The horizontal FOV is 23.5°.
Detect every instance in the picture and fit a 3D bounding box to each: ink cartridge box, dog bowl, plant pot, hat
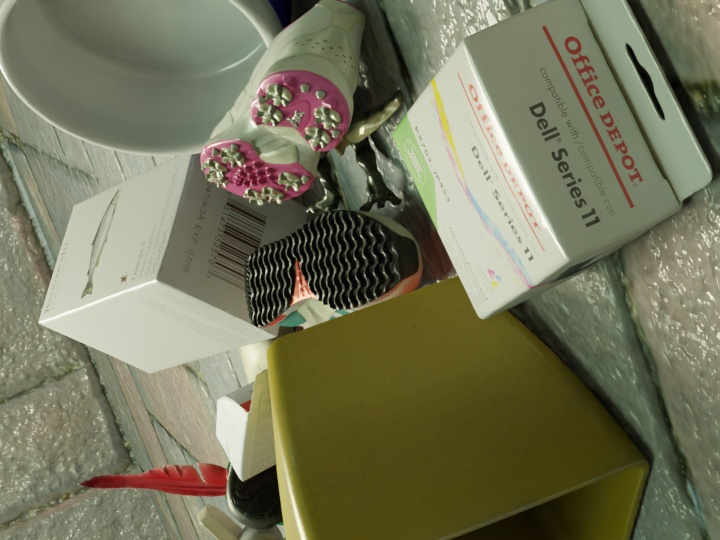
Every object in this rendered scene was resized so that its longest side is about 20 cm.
[{"bbox_3d":[-0.018,0.060,1.187,0.057,0.162,0.200,57,161,23],"label":"ink cartridge box"},{"bbox_3d":[-0.147,-0.171,1.194,0.200,0.199,0.079,88,-174,-54],"label":"dog bowl"},{"bbox_3d":[0.086,-0.056,0.842,0.118,0.067,0.200,64,165,6],"label":"ink cartridge box"},{"bbox_3d":[0.036,0.125,1.059,0.200,0.199,0.177,89,158,-55],"label":"plant pot"},{"bbox_3d":[-0.106,0.222,1.592,0.200,0.176,0.166,43,177,35],"label":"hat"}]

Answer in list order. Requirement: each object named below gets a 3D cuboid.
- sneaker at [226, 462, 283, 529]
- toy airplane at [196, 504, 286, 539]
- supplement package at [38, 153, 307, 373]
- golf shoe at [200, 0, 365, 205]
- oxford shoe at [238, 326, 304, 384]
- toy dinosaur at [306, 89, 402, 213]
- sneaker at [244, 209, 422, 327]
[{"bbox_3d":[-0.038,0.141,1.342,0.075,0.200,0.116,25,144,14],"label":"sneaker"},{"bbox_3d":[-0.020,0.267,1.309,0.200,0.141,0.200,19,-146,-43],"label":"toy airplane"},{"bbox_3d":[-0.154,-0.003,1.403,0.200,0.117,0.117,-18,53,51],"label":"supplement package"},{"bbox_3d":[-0.046,-0.108,1.142,0.075,0.092,0.200,27,153,-15],"label":"golf shoe"},{"bbox_3d":[-0.095,0.047,1.470,0.071,0.074,0.201,-48,39,32],"label":"oxford shoe"},{"bbox_3d":[-0.013,-0.084,1.183,0.200,0.047,0.089,20,126,65],"label":"toy dinosaur"},{"bbox_3d":[0.000,0.000,1.218,0.200,0.093,0.071,-18,76,55],"label":"sneaker"}]
